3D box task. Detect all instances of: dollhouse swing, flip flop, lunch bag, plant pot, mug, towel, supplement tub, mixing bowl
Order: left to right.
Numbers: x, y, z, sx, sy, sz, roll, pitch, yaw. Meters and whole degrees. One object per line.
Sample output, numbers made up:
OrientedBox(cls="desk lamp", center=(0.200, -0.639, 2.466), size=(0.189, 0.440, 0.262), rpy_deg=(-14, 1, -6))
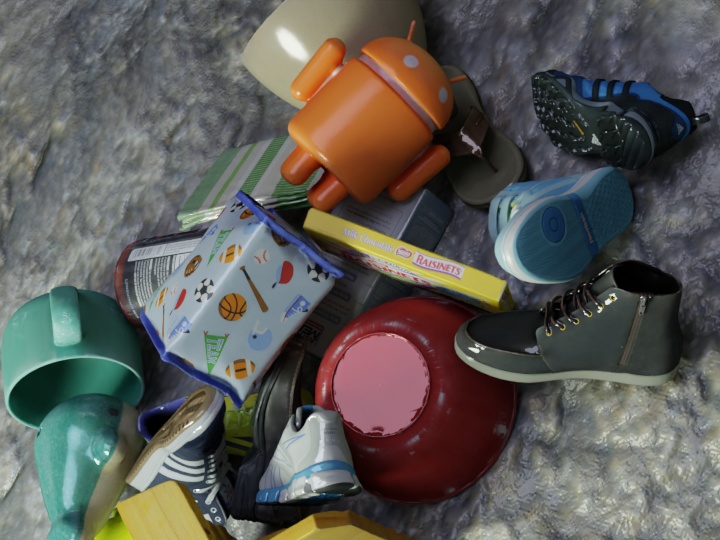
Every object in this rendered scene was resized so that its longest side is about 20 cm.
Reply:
OrientedBox(cls="mug", center=(-0.310, 0.082, 1.652), size=(0.185, 0.152, 0.115), rpy_deg=(-44, 45, 35))
OrientedBox(cls="supplement tub", center=(-0.160, 0.007, 1.620), size=(0.200, 0.107, 0.107), rpy_deg=(-8, 64, 32))
OrientedBox(cls="lunch bag", center=(-0.123, 0.018, 1.458), size=(0.170, 0.124, 0.200), rpy_deg=(-51, 25, -1))
OrientedBox(cls="towel", center=(-0.091, -0.104, 1.628), size=(0.200, 0.023, 0.153), rpy_deg=(-10, 32, 28))
OrientedBox(cls="dollhouse swing", center=(-0.075, 0.238, 1.381), size=(0.176, 0.200, 0.182), rpy_deg=(-45, 50, 10))
OrientedBox(cls="plant pot", center=(-0.007, -0.231, 1.591), size=(0.200, 0.200, 0.135), rpy_deg=(-39, 85, 14))
OrientedBox(cls="mixing bowl", center=(0.034, 0.112, 1.390), size=(0.200, 0.108, 0.201), rpy_deg=(-5, 77, 20))
OrientedBox(cls="flip flop", center=(0.104, -0.141, 1.532), size=(0.081, 0.058, 0.200), rpy_deg=(-35, 52, 17))

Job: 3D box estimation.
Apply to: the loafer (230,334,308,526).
OrientedBox(cls="loafer", center=(-0.072, 0.157, 1.475), size=(0.072, 0.073, 0.200), rpy_deg=(14, 108, 1))

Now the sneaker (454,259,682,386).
OrientedBox(cls="sneaker", center=(0.181, 0.037, 1.314), size=(0.200, 0.106, 0.075), rpy_deg=(2, 39, 7))

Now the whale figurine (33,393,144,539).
OrientedBox(cls="whale figurine", center=(-0.300, 0.216, 1.574), size=(0.159, 0.104, 0.200), rpy_deg=(-49, 20, 41))

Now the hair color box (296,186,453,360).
OrientedBox(cls="hair color box", center=(0.000, 0.000, 1.537), size=(0.099, 0.061, 0.200), rpy_deg=(25, 83, 40))

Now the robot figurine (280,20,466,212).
OrientedBox(cls="robot figurine", center=(0.008, -0.148, 1.477), size=(0.200, 0.117, 0.144), rpy_deg=(-45, 63, 0))

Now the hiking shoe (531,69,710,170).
OrientedBox(cls="hiking shoe", center=(0.240, -0.149, 1.443), size=(0.087, 0.075, 0.200), rpy_deg=(-21, 32, -20))

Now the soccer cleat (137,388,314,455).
OrientedBox(cls="soccer cleat", center=(-0.141, 0.156, 1.546), size=(0.200, 0.084, 0.065), rpy_deg=(-14, 60, 29))

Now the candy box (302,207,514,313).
OrientedBox(cls="candy box", center=(0.047, -0.005, 1.427), size=(0.200, 0.102, 0.026), rpy_deg=(21, 80, 14))

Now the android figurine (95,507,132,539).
OrientedBox(cls="android figurine", center=(-0.233, 0.334, 1.554), size=(0.182, 0.041, 0.200), rpy_deg=(-46, 50, 9))

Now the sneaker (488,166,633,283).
OrientedBox(cls="sneaker", center=(0.153, -0.033, 1.384), size=(0.130, 0.200, 0.080), rpy_deg=(-8, 102, 41))

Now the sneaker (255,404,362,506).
OrientedBox(cls="sneaker", center=(-0.046, 0.168, 1.359), size=(0.200, 0.075, 0.087), rpy_deg=(143, 125, -66))

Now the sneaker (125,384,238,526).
OrientedBox(cls="sneaker", center=(-0.151, 0.189, 1.493), size=(0.200, 0.108, 0.070), rpy_deg=(-45, 12, 50))
